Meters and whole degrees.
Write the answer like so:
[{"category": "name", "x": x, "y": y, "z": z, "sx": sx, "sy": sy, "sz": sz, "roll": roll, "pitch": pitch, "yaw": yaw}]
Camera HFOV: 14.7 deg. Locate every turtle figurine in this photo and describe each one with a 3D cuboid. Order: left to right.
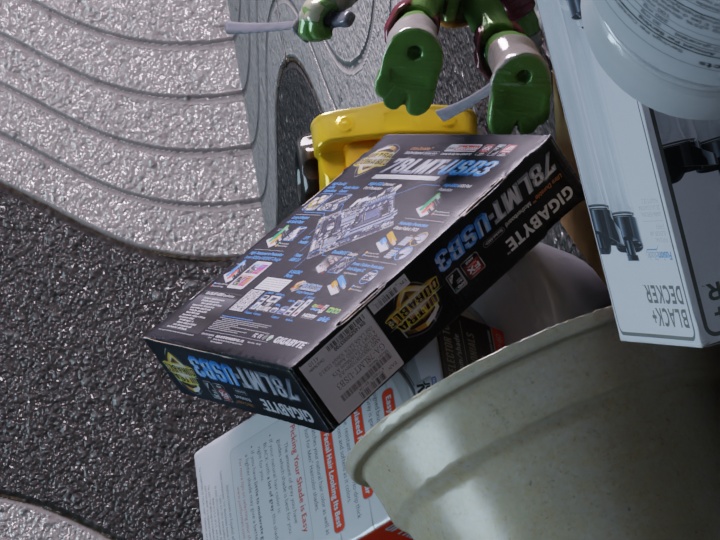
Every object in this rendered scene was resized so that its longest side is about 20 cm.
[{"category": "turtle figurine", "x": 0.041, "y": -0.126, "z": 1.628, "sx": 0.144, "sy": 0.200, "sz": 0.194, "roll": 44, "pitch": -163, "yaw": -24}]

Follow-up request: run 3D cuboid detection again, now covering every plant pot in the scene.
[{"category": "plant pot", "x": 0.119, "y": 0.137, "z": 1.334, "sx": 0.201, "sy": 0.199, "sz": 0.184, "roll": 104, "pitch": 144, "yaw": -71}]

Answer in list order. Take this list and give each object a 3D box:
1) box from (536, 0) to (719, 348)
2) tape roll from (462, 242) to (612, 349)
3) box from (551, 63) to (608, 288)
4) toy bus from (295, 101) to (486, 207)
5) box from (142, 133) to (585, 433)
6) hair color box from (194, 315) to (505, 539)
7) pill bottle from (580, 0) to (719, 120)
[{"category": "box", "x": 0.131, "y": -0.070, "z": 1.198, "sx": 0.117, "sy": 0.060, "sz": 0.201, "roll": -174, "pitch": 69, "yaw": -77}, {"category": "tape roll", "x": 0.063, "y": 0.076, "z": 1.598, "sx": 0.202, "sy": 0.071, "sz": 0.204, "roll": -19, "pitch": 62, "yaw": 41}, {"category": "box", "x": 0.132, "y": -0.089, "z": 1.490, "sx": 0.164, "sy": 0.021, "sz": 0.201, "roll": -117, "pitch": 20, "yaw": -64}, {"category": "toy bus", "x": 0.024, "y": 0.011, "z": 1.892, "sx": 0.201, "sy": 0.135, "sz": 0.193, "roll": 94, "pitch": 174, "yaw": -53}, {"category": "box", "x": 0.000, "y": 0.000, "z": 1.536, "sx": 0.050, "sy": 0.198, "sz": 0.200, "roll": 57, "pitch": 159, "yaw": -18}, {"category": "hair color box", "x": -0.002, "y": 0.116, "z": 1.553, "sx": 0.200, "sy": 0.064, "sz": 0.111, "roll": -34, "pitch": 51, "yaw": 36}, {"category": "pill bottle", "x": 0.141, "y": -0.137, "z": 1.022, "sx": 0.200, "sy": 0.113, "sz": 0.114, "roll": 104, "pitch": 155, "yaw": -70}]
